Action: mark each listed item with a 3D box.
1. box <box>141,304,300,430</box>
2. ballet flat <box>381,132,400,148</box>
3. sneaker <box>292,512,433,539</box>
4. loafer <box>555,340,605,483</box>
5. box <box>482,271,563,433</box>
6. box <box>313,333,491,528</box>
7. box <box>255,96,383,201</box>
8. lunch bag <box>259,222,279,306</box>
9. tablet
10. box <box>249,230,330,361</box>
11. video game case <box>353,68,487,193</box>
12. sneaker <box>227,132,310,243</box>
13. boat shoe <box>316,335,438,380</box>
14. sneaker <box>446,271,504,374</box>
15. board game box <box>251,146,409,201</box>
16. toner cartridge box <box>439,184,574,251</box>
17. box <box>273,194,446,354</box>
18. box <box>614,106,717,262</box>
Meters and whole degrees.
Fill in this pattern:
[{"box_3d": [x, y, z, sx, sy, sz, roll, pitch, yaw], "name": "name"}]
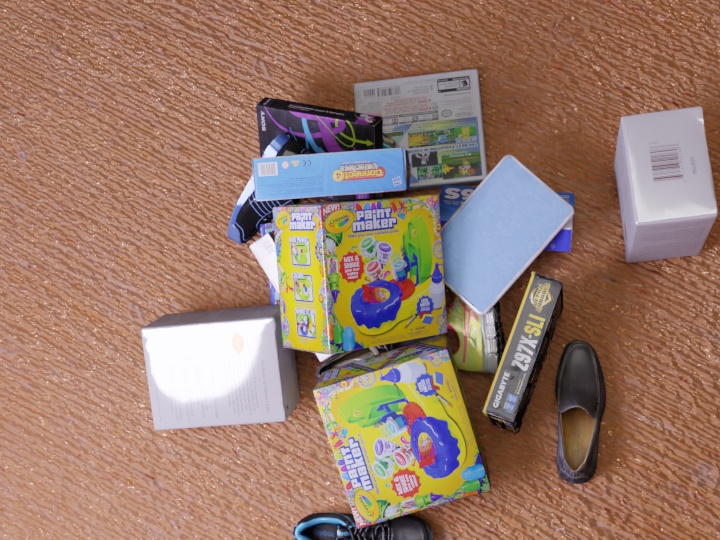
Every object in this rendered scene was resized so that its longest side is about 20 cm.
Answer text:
[{"box_3d": [-0.200, 0.139, 1.514, 0.198, 0.106, 0.154, -4, 98, 8], "name": "box"}, {"box_3d": [-0.023, -0.206, 1.595, 0.199, 0.072, 0.073, 4, 77, 27], "name": "ballet flat"}, {"box_3d": [0.002, 0.377, 1.458, 0.198, 0.082, 0.074, -2, 75, 9], "name": "sneaker"}, {"box_3d": [0.308, 0.194, 1.452, 0.072, 0.072, 0.202, -2, 76, 11], "name": "loafer"}, {"box_3d": [0.228, 0.118, 1.440, 0.049, 0.160, 0.201, 19, 81, 13], "name": "box"}, {"box_3d": [0.059, 0.219, 1.436, 0.191, 0.122, 0.202, -18, 95, 6], "name": "box"}, {"box_3d": [-0.061, -0.176, 1.567, 0.198, 0.144, 0.036, 14, 36, 23], "name": "box"}, {"box_3d": [-0.059, 0.024, 1.560, 0.149, 0.094, 0.202, -6, 88, 13], "name": "lunch bag"}, {"box_3d": [0.191, -0.050, 1.469, 0.130, 0.014, 0.200, 42, 94, 13], "name": "tablet"}, {"box_3d": [-0.090, 0.036, 1.511, 0.041, 0.039, 0.201, -34, 88, 21], "name": "box"}, {"box_3d": [0.092, -0.215, 1.616, 0.198, 0.022, 0.184, -5, 76, 8], "name": "video game case"}, {"box_3d": [-0.133, -0.108, 1.572, 0.078, 0.070, 0.201, 36, 122, 8], "name": "sneaker"}, {"box_3d": [0.030, 0.134, 1.519, 0.199, 0.065, 0.074, -23, 72, 3], "name": "boat shoe"}, {"box_3d": [0.157, 0.053, 1.513, 0.090, 0.078, 0.202, -8, 72, 18], "name": "sneaker"}, {"box_3d": [-0.033, -0.130, 1.414, 0.198, 0.196, 0.056, -4, 94, 5], "name": "board game box"}, {"box_3d": [0.211, -0.078, 1.525, 0.198, 0.043, 0.095, 4, 39, 11], "name": "toner cartridge box"}, {"box_3d": [0.000, 0.000, 1.422, 0.199, 0.122, 0.195, -8, 96, -35], "name": "box"}, {"box_3d": [0.416, -0.113, 1.432, 0.105, 0.200, 0.154, -7, 75, 10], "name": "box"}]
